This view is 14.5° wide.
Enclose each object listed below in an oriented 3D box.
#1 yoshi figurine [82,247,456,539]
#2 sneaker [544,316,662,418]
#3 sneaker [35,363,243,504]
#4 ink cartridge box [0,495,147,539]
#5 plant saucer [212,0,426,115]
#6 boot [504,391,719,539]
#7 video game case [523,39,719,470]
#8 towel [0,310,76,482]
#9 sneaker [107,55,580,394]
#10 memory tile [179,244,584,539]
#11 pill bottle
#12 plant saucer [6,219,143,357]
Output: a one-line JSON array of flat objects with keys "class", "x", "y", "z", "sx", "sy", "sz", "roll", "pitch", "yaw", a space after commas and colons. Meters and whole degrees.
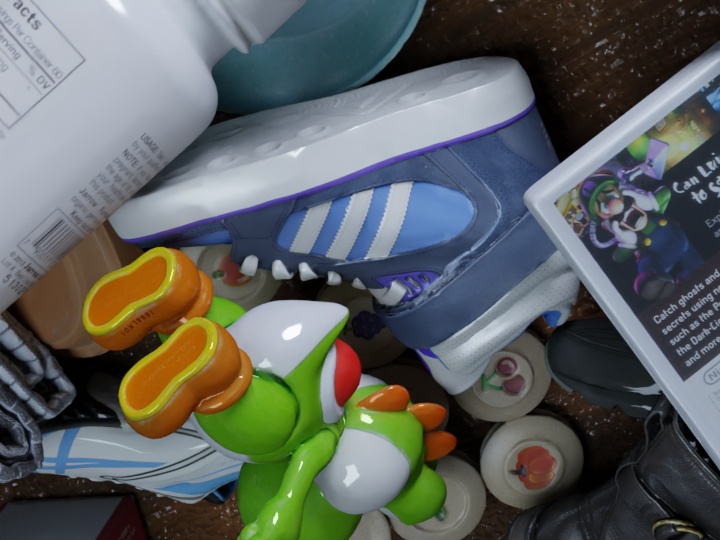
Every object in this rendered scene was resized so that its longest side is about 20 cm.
[{"class": "yoshi figurine", "x": -0.045, "y": 0.076, "z": 1.251, "sx": 0.112, "sy": 0.113, "sz": 0.200, "roll": 4, "pitch": 158, "yaw": 42}, {"class": "sneaker", "x": 0.179, "y": 0.022, "z": 1.251, "sx": 0.199, "sy": 0.075, "sz": 0.080, "roll": -1, "pitch": 104, "yaw": 16}, {"class": "sneaker", "x": -0.106, "y": 0.086, "z": 1.394, "sx": 0.199, "sy": 0.072, "sz": 0.073, "roll": -4, "pitch": 116, "yaw": 26}, {"class": "ink cartridge box", "x": -0.147, "y": 0.239, "z": 1.455, "sx": 0.083, "sy": 0.147, "sz": 0.201, "roll": -5, "pitch": 118, "yaw": 22}, {"class": "plant saucer", "x": -0.056, "y": -0.166, "z": 1.245, "sx": 0.199, "sy": 0.036, "sz": 0.201, "roll": 10, "pitch": 123, "yaw": 17}, {"class": "boot", "x": 0.171, "y": 0.143, "z": 1.275, "sx": 0.200, "sy": 0.069, "sz": 0.174, "roll": 36, "pitch": 145, "yaw": -12}, {"class": "video game case", "x": 0.197, "y": -0.020, "z": 1.172, "sx": 0.200, "sy": 0.023, "sz": 0.182, "roll": -38, "pitch": 103, "yaw": -1}, {"class": "towel", "x": -0.258, "y": 0.031, "z": 1.344, "sx": 0.165, "sy": 0.086, "sz": 0.200, "roll": -11, "pitch": 132, "yaw": 46}, {"class": "sneaker", "x": 0.000, "y": 0.000, "z": 1.245, "sx": 0.199, "sy": 0.081, "sz": 0.147, "roll": -17, "pitch": 110, "yaw": -1}, {"class": "memory tile", "x": 0.010, "y": 0.044, "z": 1.317, "sx": 0.153, "sy": 0.017, "sz": 0.201, "roll": -20, "pitch": 113, "yaw": 3}, {"class": "pill bottle", "x": -0.124, "y": -0.082, "z": 1.186, "sx": 0.200, "sy": 0.114, "sz": 0.114, "roll": -42, "pitch": 100, "yaw": -1}, {"class": "plant saucer", "x": -0.186, "y": -0.035, "z": 1.329, "sx": 0.200, "sy": 0.032, "sz": 0.201, "roll": 31, "pitch": 149, "yaw": 21}]
